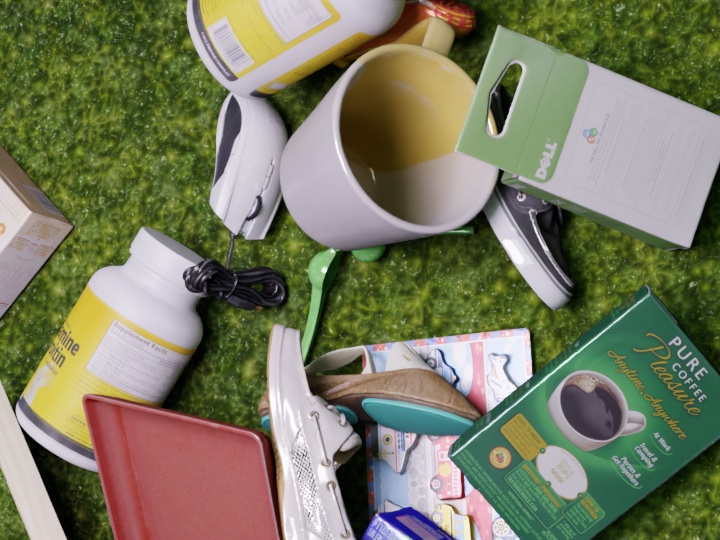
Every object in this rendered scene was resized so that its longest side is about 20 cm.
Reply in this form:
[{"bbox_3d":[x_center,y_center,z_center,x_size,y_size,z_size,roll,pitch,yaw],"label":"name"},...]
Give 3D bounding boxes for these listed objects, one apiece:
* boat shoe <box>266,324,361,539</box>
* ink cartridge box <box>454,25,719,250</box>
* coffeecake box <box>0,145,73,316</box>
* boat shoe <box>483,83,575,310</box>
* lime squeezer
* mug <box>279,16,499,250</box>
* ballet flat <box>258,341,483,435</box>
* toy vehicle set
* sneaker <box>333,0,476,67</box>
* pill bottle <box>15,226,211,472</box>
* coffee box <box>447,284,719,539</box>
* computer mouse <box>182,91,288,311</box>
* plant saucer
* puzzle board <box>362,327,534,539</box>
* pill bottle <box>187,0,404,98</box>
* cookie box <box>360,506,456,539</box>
[{"bbox_3d":[-0.033,0.137,1.141,0.069,0.071,0.202,-9,74,2],"label":"boat shoe"},{"bbox_3d":[0.172,-0.099,1.117,0.199,0.059,0.105,21,88,-8],"label":"ink cartridge box"},{"bbox_3d":[-0.398,-0.020,1.402,0.154,0.073,0.200,44,99,24],"label":"coffeecake box"},{"bbox_3d":[0.134,-0.066,1.181,0.066,0.070,0.201,-32,61,17],"label":"boat shoe"},{"bbox_3d":[0.000,0.000,1.241,0.200,0.038,0.071,-39,67,12],"label":"lime squeezer"},{"bbox_3d":[0.022,-0.093,1.177,0.150,0.186,0.153,57,148,-5],"label":"mug"},{"bbox_3d":[0.009,0.096,1.195,0.199,0.068,0.073,-5,59,28],"label":"ballet flat"},{"bbox_3d":[-0.296,0.191,1.291,0.026,0.124,0.201,-22,67,-16],"label":"toy vehicle set"},{"bbox_3d":[0.012,-0.213,1.270,0.199,0.073,0.078,10,101,32],"label":"sneaker"},{"bbox_3d":[-0.208,0.068,1.279,0.112,0.112,0.201,33,94,26],"label":"pill bottle"},{"bbox_3d":[0.180,0.120,1.107,0.200,0.044,0.123,-42,91,10],"label":"coffee box"},{"bbox_3d":[-0.096,-0.067,1.264,0.044,0.109,0.202,-7,71,40],"label":"computer mouse"},{"bbox_3d":[-0.131,0.198,1.203,0.199,0.037,0.201,8,116,36],"label":"plant saucer"},{"bbox_3d":[0.073,0.153,1.190,0.150,0.017,0.202,-7,76,23],"label":"puzzle board"},{"bbox_3d":[-0.035,-0.227,1.180,0.199,0.112,0.113,-24,70,31],"label":"pill bottle"},{"bbox_3d":[0.041,0.316,1.131,0.171,0.075,0.201,33,100,25],"label":"cookie box"}]
